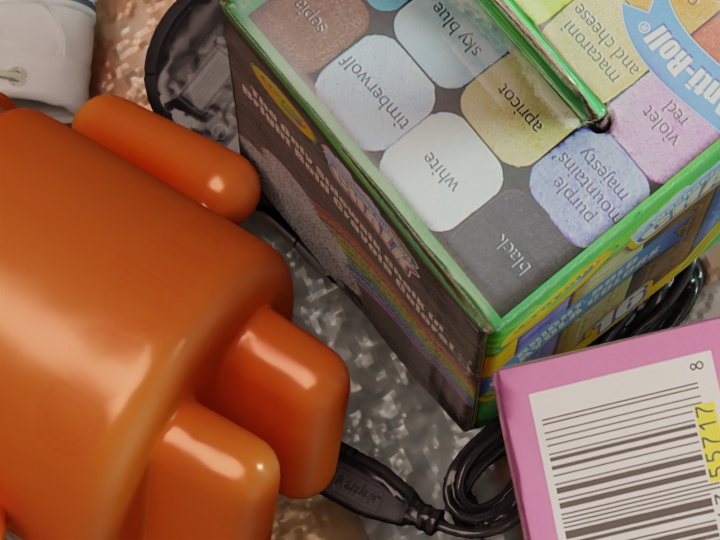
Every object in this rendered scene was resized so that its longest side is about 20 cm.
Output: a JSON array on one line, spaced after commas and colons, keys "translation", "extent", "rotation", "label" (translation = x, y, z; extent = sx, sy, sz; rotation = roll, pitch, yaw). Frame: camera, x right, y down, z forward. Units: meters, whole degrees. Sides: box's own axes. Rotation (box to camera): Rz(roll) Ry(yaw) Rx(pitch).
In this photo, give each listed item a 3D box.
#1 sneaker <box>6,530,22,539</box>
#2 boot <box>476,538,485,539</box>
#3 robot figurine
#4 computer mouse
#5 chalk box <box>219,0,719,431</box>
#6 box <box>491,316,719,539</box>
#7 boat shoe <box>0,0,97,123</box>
[{"translation": [-0.142, 0.175, 0.884], "extent": [0.146, 0.080, 0.201], "rotation": [-26, 53, 43], "label": "sneaker"}, {"translation": [0.022, 0.205, 0.865], "extent": [0.174, 0.069, 0.200], "rotation": [44, 99, 15], "label": "boot"}, {"translation": [-0.099, 0.015, 0.843], "extent": [0.199, 0.117, 0.145], "rotation": [29, 95, 14], "label": "robot figurine"}, {"translation": [0.000, 0.000, 0.915], "extent": [0.199, 0.046, 0.141], "rotation": [32, 81, 8], "label": "computer mouse"}, {"translation": [0.044, -0.053, 0.799], "extent": [0.124, 0.200, 0.125], "rotation": [-38, 80, -10], "label": "chalk box"}, {"translation": [0.117, 0.115, 0.778], "extent": [0.096, 0.200, 0.177], "rotation": [-14, 76, 13], "label": "box"}, {"translation": [-0.189, -0.071, 0.965], "extent": [0.198, 0.074, 0.067], "rotation": [-8, 75, 13], "label": "boat shoe"}]
